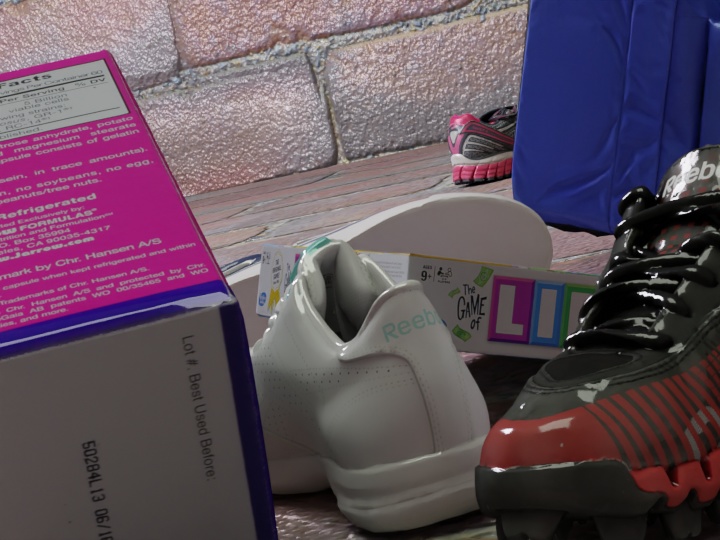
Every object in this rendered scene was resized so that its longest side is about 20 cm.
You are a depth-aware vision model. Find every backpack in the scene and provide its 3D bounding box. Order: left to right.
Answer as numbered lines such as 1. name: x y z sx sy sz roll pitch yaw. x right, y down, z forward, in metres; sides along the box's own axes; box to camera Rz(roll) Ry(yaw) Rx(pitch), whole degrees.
1. backpack: 0.195 -0.092 1.062 0.166 0.164 0.199 15 10 27

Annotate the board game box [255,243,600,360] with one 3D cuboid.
1. board game box: 0.046 0.014 0.753 0.133 0.035 0.200 6 0 -19

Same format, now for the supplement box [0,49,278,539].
1. supplement box: -0.102 0.017 0.573 0.102 0.102 0.200 -13 29 -11

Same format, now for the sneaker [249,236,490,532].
1. sneaker: -0.013 0.033 0.633 0.075 0.089 0.199 -17 7 -26

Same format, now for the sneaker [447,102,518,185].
1. sneaker: 0.179 -0.148 1.935 0.199 0.076 0.080 -17 8 -40

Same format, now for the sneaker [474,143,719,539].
1. sneaker: 0.095 0.017 0.526 0.070 0.099 0.200 -4 12 42

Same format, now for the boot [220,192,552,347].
1. boot: 0.000 0.000 0.962 0.198 0.074 0.090 -14 12 -6
